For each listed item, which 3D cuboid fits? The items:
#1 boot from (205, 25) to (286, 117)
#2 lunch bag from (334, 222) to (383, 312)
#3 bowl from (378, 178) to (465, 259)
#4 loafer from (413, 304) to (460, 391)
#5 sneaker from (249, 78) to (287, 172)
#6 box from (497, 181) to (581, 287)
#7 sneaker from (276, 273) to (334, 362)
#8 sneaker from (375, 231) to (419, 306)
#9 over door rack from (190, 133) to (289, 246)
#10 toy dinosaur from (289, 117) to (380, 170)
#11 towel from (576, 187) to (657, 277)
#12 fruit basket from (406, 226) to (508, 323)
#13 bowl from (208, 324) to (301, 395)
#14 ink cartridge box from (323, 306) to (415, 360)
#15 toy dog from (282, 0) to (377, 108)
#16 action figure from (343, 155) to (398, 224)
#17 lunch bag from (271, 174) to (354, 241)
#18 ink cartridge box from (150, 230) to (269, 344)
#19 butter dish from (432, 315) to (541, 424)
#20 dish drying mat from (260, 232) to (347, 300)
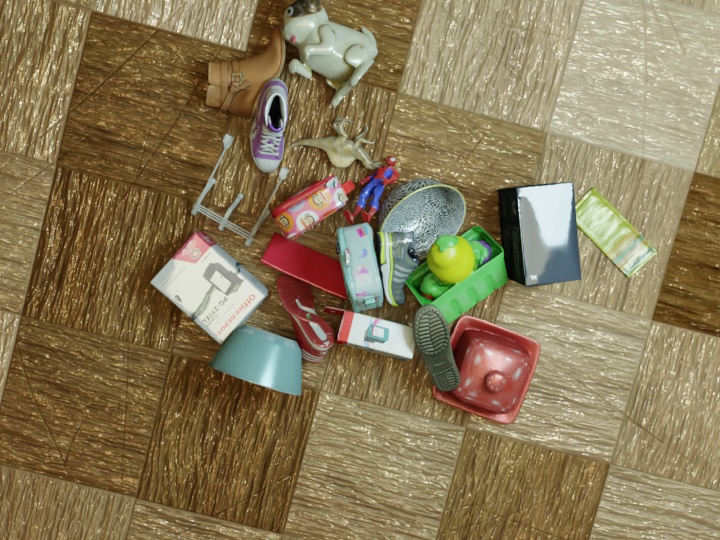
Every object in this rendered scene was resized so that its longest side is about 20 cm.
[{"bbox_3d":[-0.237,-0.419,1.711,0.155,0.074,0.200,10,97,-7],"label":"boot"},{"bbox_3d":[0.000,0.000,1.668,0.077,0.200,0.161,-9,76,2],"label":"lunch bag"},{"bbox_3d":[0.110,-0.122,1.720,0.201,0.094,0.201,-17,137,-17],"label":"bowl"},{"bbox_3d":[0.150,0.153,1.686,0.076,0.067,0.200,-15,112,-1],"label":"loafer"},{"bbox_3d":[-0.186,-0.280,1.682,0.073,0.114,0.201,1,120,-11],"label":"sneaker"},{"bbox_3d":[0.363,-0.077,1.691,0.117,0.200,0.197,-6,95,-1],"label":"box"},{"bbox_3d":[-0.134,0.112,1.758,0.078,0.116,0.200,-11,57,-30],"label":"sneaker"},{"bbox_3d":[0.081,-0.002,1.679,0.081,0.074,0.200,-9,138,2],"label":"sneaker"},{"bbox_3d":[-0.249,-0.170,1.730,0.148,0.067,0.200,29,114,-3],"label":"over door rack"},{"bbox_3d":[-0.045,-0.270,1.739,0.200,0.058,0.101,17,95,-2],"label":"toy dinosaur"},{"bbox_3d":[0.544,-0.082,1.785,0.200,0.018,0.086,44,91,-4],"label":"towel"},{"bbox_3d":[0.187,-0.014,1.696,0.215,0.156,0.216,-9,120,-15],"label":"fruit basket"},{"bbox_3d":[-0.202,0.178,1.706,0.201,0.201,0.105,19,85,-3],"label":"bowl"},{"bbox_3d":[0.013,0.133,1.737,0.200,0.116,0.067,14,81,-2],"label":"ink cartridge box"},{"bbox_3d":[-0.068,-0.468,1.677,0.200,0.140,0.194,38,71,-12],"label":"toy dog"},{"bbox_3d":[0.031,-0.173,1.704,0.065,0.200,0.052,2,130,29],"label":"action figure"},{"bbox_3d":[-0.091,-0.134,1.678,0.176,0.200,0.082,-32,96,-1],"label":"lunch bag"},{"bbox_3d":[-0.314,0.036,1.743,0.200,0.084,0.145,42,93,-4],"label":"ink cartridge box"},{"bbox_3d":[0.274,0.220,1.738,0.199,0.148,0.200,20,94,-2],"label":"butter dish"},{"bbox_3d":[-0.109,-0.008,1.767,0.200,0.018,0.077,24,69,-2],"label":"dish drying mat"}]
